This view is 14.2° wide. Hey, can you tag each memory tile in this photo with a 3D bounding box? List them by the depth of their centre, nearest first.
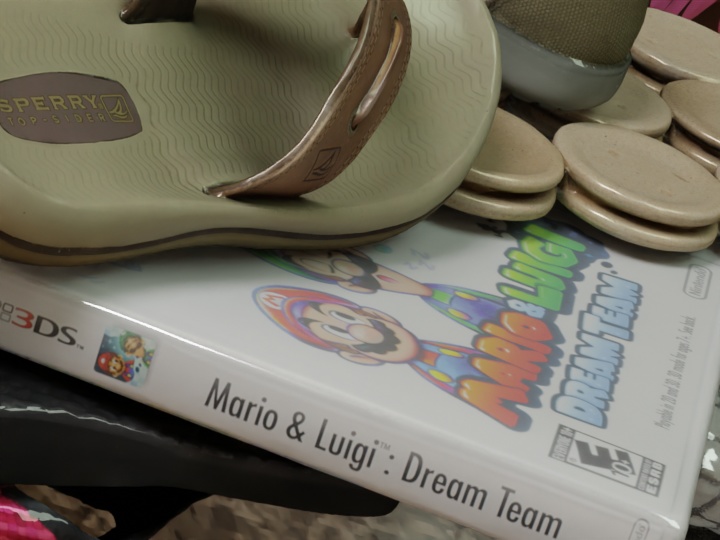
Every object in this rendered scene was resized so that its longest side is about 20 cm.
[{"bbox_3d":[0.038,-0.049,0.794,0.199,0.017,0.153,12,26,-22],"label":"memory tile"}]

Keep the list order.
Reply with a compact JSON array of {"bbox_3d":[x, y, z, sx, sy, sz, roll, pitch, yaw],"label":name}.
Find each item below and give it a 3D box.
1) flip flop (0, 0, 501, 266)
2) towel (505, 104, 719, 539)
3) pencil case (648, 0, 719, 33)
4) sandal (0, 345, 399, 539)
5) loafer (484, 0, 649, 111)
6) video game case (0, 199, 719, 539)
[{"bbox_3d":[-0.025,-0.049,0.650,0.200,0.058,0.081,-10,61,-53],"label":"flip flop"},{"bbox_3d":[0.107,0.029,0.871,0.165,0.086,0.200,18,35,-32],"label":"towel"},{"bbox_3d":[0.092,-0.107,1.021,0.091,0.094,0.200,10,16,25],"label":"pencil case"},{"bbox_3d":[-0.080,0.036,0.641,0.200,0.045,0.075,7,26,-34],"label":"sandal"},{"bbox_3d":[0.001,-0.125,0.776,0.200,0.070,0.075,34,24,-1],"label":"loafer"},{"bbox_3d":[0.000,0.000,0.702,0.182,0.024,0.200,21,21,4],"label":"video game case"}]
